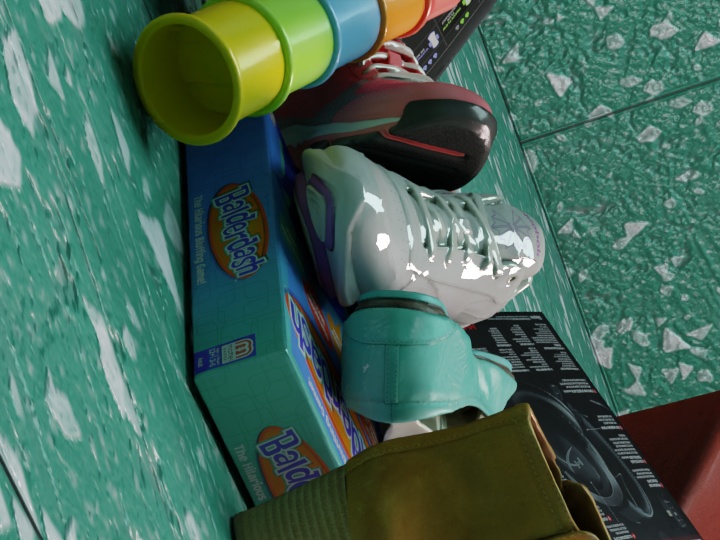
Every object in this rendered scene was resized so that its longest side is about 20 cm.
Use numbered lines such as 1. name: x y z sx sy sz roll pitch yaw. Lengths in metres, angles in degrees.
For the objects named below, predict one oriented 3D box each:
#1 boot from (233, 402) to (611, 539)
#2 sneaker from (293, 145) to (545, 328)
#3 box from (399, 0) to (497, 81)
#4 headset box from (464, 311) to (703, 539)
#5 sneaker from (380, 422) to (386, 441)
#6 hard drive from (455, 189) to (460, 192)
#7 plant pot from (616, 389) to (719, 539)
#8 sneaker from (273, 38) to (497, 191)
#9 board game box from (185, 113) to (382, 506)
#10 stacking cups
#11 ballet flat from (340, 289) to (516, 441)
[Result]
1. boot: 0.045 0.156 1.174 0.071 0.144 0.201 -92 163 -61
2. sneaker: 0.028 -0.020 1.291 0.200 0.099 0.075 46 29 -72
3. box: -0.014 -0.200 1.432 0.148 0.124 0.200 32 -10 23
4. headset box: 0.097 0.121 1.518 0.200 0.077 0.149 56 24 17
5. sneaker: 0.043 0.128 1.322 0.200 0.082 0.077 35 -47 56
6. hard drive: 0.038 -0.025 1.793 0.132 0.026 0.200 102 -18 -46
7. plant pot: 0.163 0.213 1.783 0.176 0.200 0.200 -42 115 -69
8. sneaker: 0.000 -0.084 1.354 0.200 0.074 0.087 -7 -110 61
9. board game box: -0.032 0.038 1.267 0.200 0.045 0.152 -97 167 -54
10. stacking cups: -0.019 -0.117 1.283 0.200 0.060 0.061 -33 108 -47
11. ballet flat: 0.028 0.060 1.282 0.200 0.067 0.071 43 52 -74
